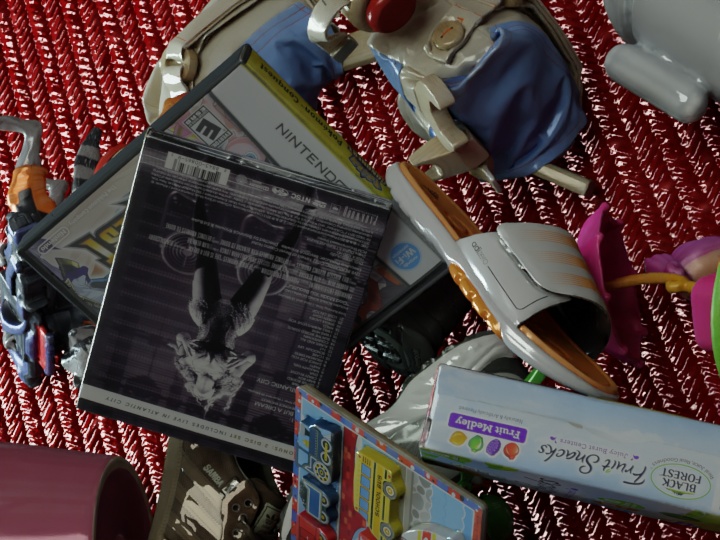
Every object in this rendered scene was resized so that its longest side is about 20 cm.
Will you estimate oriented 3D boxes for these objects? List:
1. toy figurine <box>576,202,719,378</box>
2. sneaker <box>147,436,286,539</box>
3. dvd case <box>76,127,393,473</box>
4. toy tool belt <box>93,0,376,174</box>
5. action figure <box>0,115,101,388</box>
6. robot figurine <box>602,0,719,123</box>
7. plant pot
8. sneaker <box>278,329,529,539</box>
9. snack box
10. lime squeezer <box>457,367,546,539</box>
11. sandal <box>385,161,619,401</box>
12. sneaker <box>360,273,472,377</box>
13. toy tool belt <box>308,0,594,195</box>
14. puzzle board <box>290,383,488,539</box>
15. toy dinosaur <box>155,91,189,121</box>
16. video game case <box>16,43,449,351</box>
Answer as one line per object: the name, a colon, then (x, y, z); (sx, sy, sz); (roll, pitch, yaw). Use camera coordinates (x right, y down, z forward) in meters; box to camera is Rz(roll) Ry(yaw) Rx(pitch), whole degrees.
toy figurine: (0.210, 0.002, 1.311); (0.184, 0.200, 0.151); (10, 114, 53)
sneaker: (-0.088, 0.166, 1.467); (0.075, 0.070, 0.201); (-8, 69, 29)
dvd case: (-0.078, 0.022, 1.368); (0.016, 0.148, 0.200); (-78, 5, -59)
toy tool belt: (-0.077, -0.104, 1.524); (0.123, 0.125, 0.200); (26, 71, 33)
action figure: (-0.202, -0.015, 1.571); (0.104, 0.200, 0.194); (-13, 68, -15)
robot figurine: (0.224, -0.161, 1.366); (0.170, 0.113, 0.200); (-43, 53, -13)
plant pot: (-0.235, 0.191, 1.488); (0.179, 0.200, 0.201); (-7, 68, 13)
sneaker: (0.029, 0.123, 1.410); (0.200, 0.074, 0.079); (-41, 72, 17)
snack box: (0.135, 0.102, 1.259); (0.199, 0.142, 0.053); (13, 81, 4)
lime squeezer: (0.090, 0.130, 1.356); (0.038, 0.070, 0.201); (176, 96, -74)
sandal: (0.086, -0.010, 1.292); (0.059, 0.079, 0.207); (-48, 55, 14)
sneaker: (0.000, 0.000, 1.481); (0.200, 0.076, 0.091); (27, 66, 41)
toy tool belt: (0.070, -0.114, 1.384); (0.125, 0.200, 0.123); (-46, 54, 7)
puzzle board: (0.010, 0.182, 1.352); (0.151, 0.017, 0.200); (32, 133, 36)
toy dinosaur: (-0.123, -0.027, 1.469); (0.200, 0.105, 0.182); (13, 98, 60)
video game case: (-0.075, -0.011, 1.372); (0.200, 0.181, 0.026); (-38, 19, 25)
